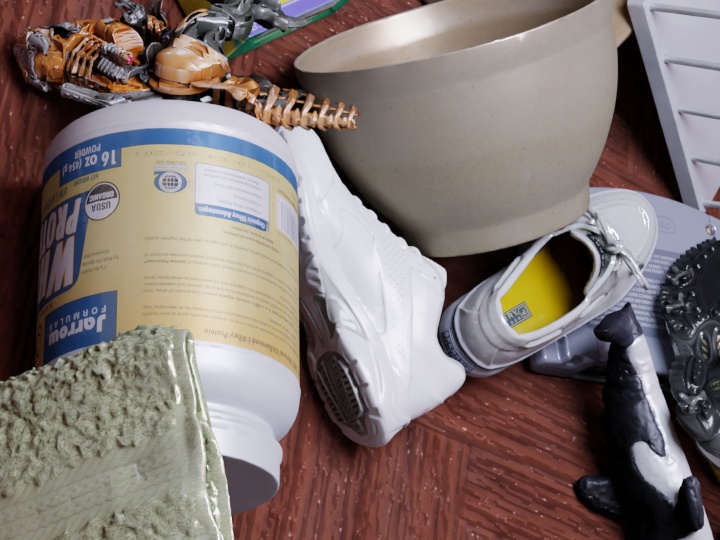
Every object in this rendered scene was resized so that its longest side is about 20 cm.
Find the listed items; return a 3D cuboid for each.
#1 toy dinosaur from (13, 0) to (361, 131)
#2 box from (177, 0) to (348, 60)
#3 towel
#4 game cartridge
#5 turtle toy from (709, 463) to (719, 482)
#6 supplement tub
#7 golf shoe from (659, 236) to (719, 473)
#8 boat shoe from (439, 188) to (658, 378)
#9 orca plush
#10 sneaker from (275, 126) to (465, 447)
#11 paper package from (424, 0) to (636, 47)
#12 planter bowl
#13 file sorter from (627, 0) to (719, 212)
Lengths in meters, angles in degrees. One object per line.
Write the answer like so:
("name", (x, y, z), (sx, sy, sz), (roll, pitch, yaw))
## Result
("toy dinosaur", (-0.098, -0.107, 1.341), (0.200, 0.102, 0.136), (35, 33, 10))
("box", (-0.091, -0.241, 1.465), (0.117, 0.048, 0.201), (-30, 87, -41))
("towel", (-0.157, 0.118, 1.169), (0.036, 0.199, 0.149), (20, 52, -65))
("game cartridge", (0.189, 0.013, 1.563), (0.199, 0.040, 0.134), (10, 68, -33))
("turtle toy", (0.304, 0.154, 1.539), (0.200, 0.101, 0.146), (-27, 87, -41))
("supplement tub", (-0.105, 0.023, 1.270), (0.144, 0.145, 0.201), (14, 62, -31))
("golf shoe", (0.241, 0.059, 1.519), (0.200, 0.077, 0.095), (-74, 147, -46))
("boat shoe", (0.137, -0.006, 1.455), (0.202, 0.086, 0.075), (-30, 88, -39))
("orca plush", (0.170, 0.126, 1.472), (0.071, 0.105, 0.201), (-19, 111, -1))
("sneaker", (0.000, 0.000, 1.399), (0.099, 0.078, 0.201), (-23, 93, -31))
("paper package", (0.127, -0.243, 1.589), (0.191, 0.103, 0.200), (48, 51, -8))
("planter bowl", (0.072, -0.089, 1.436), (0.200, 0.200, 0.135), (-29, 110, -41))
("file sorter", (0.282, -0.145, 1.575), (0.139, 0.124, 0.200), (-56, 142, -30))
